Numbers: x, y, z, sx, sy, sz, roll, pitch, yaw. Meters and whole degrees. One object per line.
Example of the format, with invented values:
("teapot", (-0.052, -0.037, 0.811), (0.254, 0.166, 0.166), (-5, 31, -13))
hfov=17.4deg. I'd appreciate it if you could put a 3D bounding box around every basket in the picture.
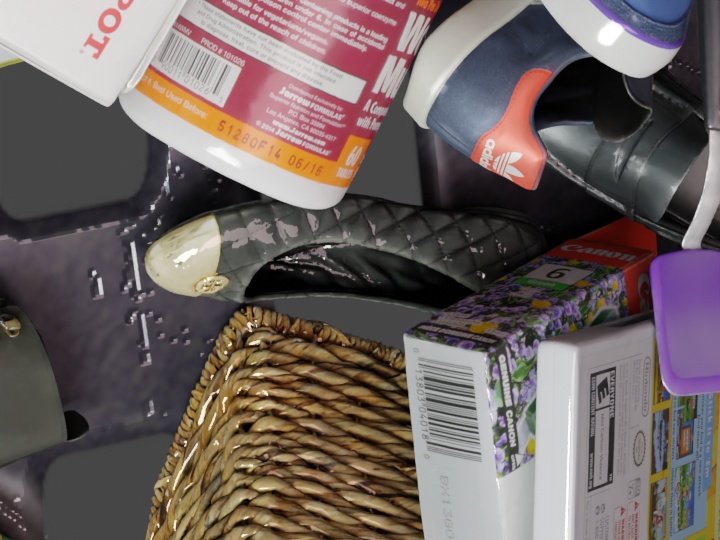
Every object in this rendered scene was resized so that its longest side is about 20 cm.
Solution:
("basket", (-0.001, 0.134, 1.123), (0.199, 0.150, 0.143), (17, 135, -23))

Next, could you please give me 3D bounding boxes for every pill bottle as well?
("pill bottle", (-0.015, -0.137, 0.998), (0.109, 0.110, 0.201), (23, 100, -24))

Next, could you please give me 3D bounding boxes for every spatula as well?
("spatula", (0.154, -0.046, 1.039), (0.056, 0.021, 0.201), (-2, 98, -35))

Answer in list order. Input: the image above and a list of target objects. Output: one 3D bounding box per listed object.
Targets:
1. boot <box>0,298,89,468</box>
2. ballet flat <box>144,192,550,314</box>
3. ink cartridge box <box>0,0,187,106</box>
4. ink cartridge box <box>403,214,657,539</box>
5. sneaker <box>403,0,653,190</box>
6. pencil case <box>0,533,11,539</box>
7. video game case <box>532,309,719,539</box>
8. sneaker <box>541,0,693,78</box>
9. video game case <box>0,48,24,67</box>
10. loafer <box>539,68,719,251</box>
("boot", (-0.208, 0.019, 1.013), (0.138, 0.077, 0.201), (-24, 127, -14))
("ballet flat", (0.000, 0.000, 1.071), (0.199, 0.066, 0.057), (1, 66, -21))
("ink cartridge box", (-0.148, -0.180, 0.923), (0.199, 0.084, 0.146), (30, 96, -25))
("ink cartridge box", (0.102, 0.048, 1.079), (0.200, 0.050, 0.110), (-27, 118, -45))
("sneaker", (0.112, -0.109, 1.037), (0.084, 0.075, 0.200), (42, 69, 14))
("pencil case", (-0.139, 0.197, 1.086), (0.200, 0.088, 0.088), (41, 92, -26))
("video game case", (0.130, 0.118, 1.069), (0.182, 0.023, 0.201), (-11, 104, -55))
("sneaker", (0.129, -0.194, 0.949), (0.080, 0.201, 0.146), (20, 137, -28))
("video game case", (-0.194, -0.173, 0.970), (0.180, 0.026, 0.201), (-17, 113, -13))
("loafer", (0.138, -0.056, 1.086), (0.200, 0.070, 0.068), (28, 100, -10))
